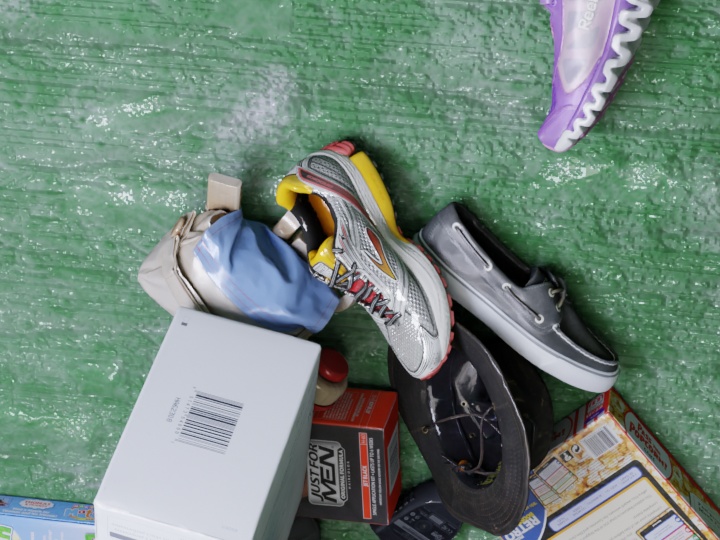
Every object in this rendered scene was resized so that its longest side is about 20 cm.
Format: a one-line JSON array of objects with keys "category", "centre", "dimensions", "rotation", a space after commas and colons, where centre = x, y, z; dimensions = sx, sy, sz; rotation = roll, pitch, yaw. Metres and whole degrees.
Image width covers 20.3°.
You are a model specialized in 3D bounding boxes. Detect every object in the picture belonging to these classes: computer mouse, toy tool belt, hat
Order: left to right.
[{"category": "toy tool belt", "centre": [-0.069, 0.017, 1.605], "dimensions": [0.200, 0.125, 0.123], "rotation": [38, 125, -8]}, {"category": "computer mouse", "centre": [0.015, 0.237, 1.745], "dimensions": [0.200, 0.034, 0.059], "rotation": [-35, 121, 29]}, {"category": "hat", "centre": [0.106, 0.109, 1.625], "dimensions": [0.081, 0.200, 0.202], "rotation": [-18, 117, -25]}]

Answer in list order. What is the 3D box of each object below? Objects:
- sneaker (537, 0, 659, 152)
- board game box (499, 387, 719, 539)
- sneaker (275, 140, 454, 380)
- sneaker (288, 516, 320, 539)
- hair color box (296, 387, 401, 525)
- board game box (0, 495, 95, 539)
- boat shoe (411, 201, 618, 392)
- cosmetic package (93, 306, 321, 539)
[{"category": "sneaker", "centre": [0.168, -0.187, 1.491], "dimensions": [0.088, 0.081, 0.201], "rotation": [25, 112, 7]}, {"category": "board game box", "centre": [0.213, 0.217, 1.682], "dimensions": [0.151, 0.046, 0.200], "rotation": [-36, 103, 23]}, {"category": "sneaker", "centre": [0.000, 0.000, 1.569], "dimensions": [0.201, 0.082, 0.078], "rotation": [58, 142, 9]}, {"category": "sneaker", "centre": [-0.127, 0.230, 1.734], "dimensions": [0.199, 0.085, 0.074], "rotation": [15, 159, -9]}, {"category": "hair color box", "centre": [-0.069, 0.150, 1.693], "dimensions": [0.199, 0.061, 0.102], "rotation": [4, 120, 13]}, {"category": "board game box", "centre": [-0.252, 0.282, 1.813], "dimensions": [0.199, 0.037, 0.152], "rotation": [5, 115, 8]}, {"category": "boat shoe", "centre": [0.131, 0.022, 1.597], "dimensions": [0.200, 0.069, 0.057], "rotation": [36, 116, -4]}, {"category": "cosmetic package", "centre": [-0.117, 0.176, 1.542], "dimensions": [0.122, 0.200, 0.201], "rotation": [16, 138, 5]}]
